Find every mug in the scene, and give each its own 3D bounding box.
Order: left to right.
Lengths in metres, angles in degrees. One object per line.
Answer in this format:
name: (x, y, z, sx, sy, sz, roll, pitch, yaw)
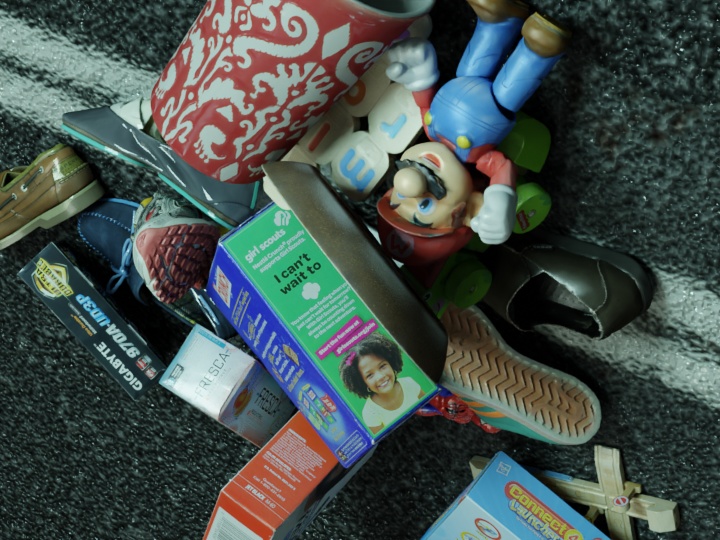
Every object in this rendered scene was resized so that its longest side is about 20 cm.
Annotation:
mug: (-0.051, -0.176, 1.176, 0.133, 0.178, 0.200, 34, 128, -11)

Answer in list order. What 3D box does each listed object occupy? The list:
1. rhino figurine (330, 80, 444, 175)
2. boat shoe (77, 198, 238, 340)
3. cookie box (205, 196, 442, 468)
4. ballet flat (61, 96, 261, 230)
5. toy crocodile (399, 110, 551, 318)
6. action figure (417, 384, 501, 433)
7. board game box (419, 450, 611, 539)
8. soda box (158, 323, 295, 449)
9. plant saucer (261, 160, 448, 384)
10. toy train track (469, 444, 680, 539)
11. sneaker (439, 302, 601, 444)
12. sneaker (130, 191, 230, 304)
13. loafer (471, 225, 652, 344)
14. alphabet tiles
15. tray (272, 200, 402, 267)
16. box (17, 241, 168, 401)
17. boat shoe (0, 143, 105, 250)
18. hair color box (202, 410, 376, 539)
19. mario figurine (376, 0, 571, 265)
rhino figurine: (-0.003, -0.119, 1.267, 0.199, 0.060, 0.088, 10, 112, 31)
boat shoe: (-0.188, -0.003, 1.519, 0.200, 0.069, 0.084, 26, 137, 20)
cookie box: (-0.036, 0.054, 1.338, 0.200, 0.075, 0.171, 51, 165, 5)
ballet flat: (-0.168, -0.108, 1.419, 0.200, 0.073, 0.073, 30, 139, 18)
toy crocodile: (0.079, -0.033, 1.230, 0.200, 0.062, 0.068, -54, 53, 21)
action figure: (0.039, 0.094, 1.434, 0.199, 0.052, 0.066, 23, 131, 20)
board game box: (0.157, 0.272, 1.451, 0.200, 0.056, 0.196, 39, 152, 5)
soda box: (-0.115, 0.110, 1.487, 0.068, 0.064, 0.200, 30, 172, 15)
plant saucer: (0.003, -0.006, 1.163, 0.200, 0.032, 0.200, 50, -177, -4)
toy train track: (0.178, 0.198, 1.417, 0.199, 0.033, 0.115, 10, 130, 35)
sneaker: (0.098, 0.086, 1.338, 0.200, 0.072, 0.080, 34, 160, -8)
sneaker: (-0.167, -0.023, 1.402, 0.082, 0.078, 0.200, 33, -178, 4)
loafer: (0.123, 0.004, 1.263, 0.199, 0.071, 0.073, 13, 132, 33)
alphabet tiles: (-0.037, -0.152, 1.238, 0.200, 0.015, 0.196, 46, 117, 16)
tray: (0.000, 0.000, 1.388, 0.200, 0.022, 0.108, 33, 148, 13)
box: (-0.252, 0.044, 1.555, 0.159, 0.046, 0.200, 49, 174, -7)
boat shoe: (-0.327, -0.070, 1.584, 0.200, 0.072, 0.068, -22, 105, 38)
hair color box: (-0.053, 0.180, 1.463, 0.064, 0.200, 0.111, 35, 140, 11)
mario figurine: (0.066, -0.095, 1.134, 0.106, 0.123, 0.201, 20, 104, -22)
